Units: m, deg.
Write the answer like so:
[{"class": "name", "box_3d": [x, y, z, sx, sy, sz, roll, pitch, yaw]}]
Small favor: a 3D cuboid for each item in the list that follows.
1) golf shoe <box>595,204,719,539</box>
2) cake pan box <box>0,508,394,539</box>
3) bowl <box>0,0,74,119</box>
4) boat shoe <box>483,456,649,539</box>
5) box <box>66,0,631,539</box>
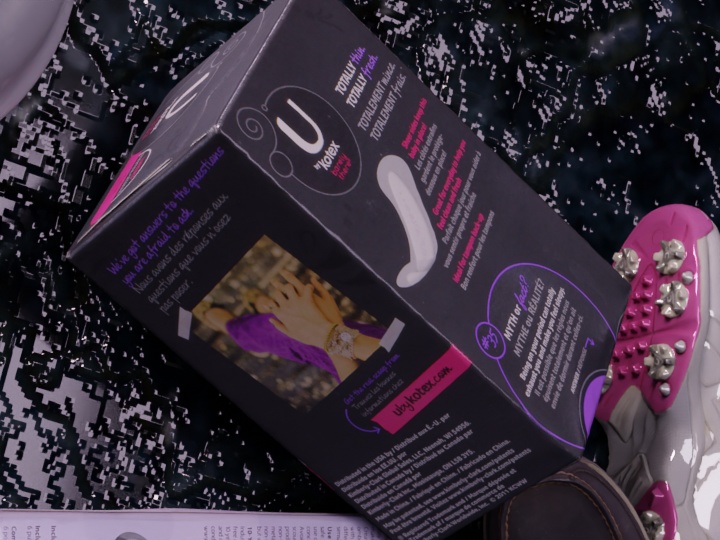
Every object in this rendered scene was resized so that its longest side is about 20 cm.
[{"class": "golf shoe", "box_3d": [0.155, 0.071, 0.965, 0.091, 0.075, 0.201, 5, 89, -34]}, {"class": "cake pan box", "box_3d": [-0.072, 0.197, 0.839, 0.184, 0.052, 0.201, 2, 82, -25]}, {"class": "bowl", "box_3d": [-0.185, -0.140, 0.760, 0.200, 0.090, 0.202, 4, 82, -28]}, {"class": "boat shoe", "box_3d": [0.104, 0.171, 0.883, 0.074, 0.073, 0.201, -18, 111, 3]}, {"class": "box", "box_3d": [0.000, 0.000, 0.848, 0.200, 0.106, 0.122, 43, 38, -15]}]
